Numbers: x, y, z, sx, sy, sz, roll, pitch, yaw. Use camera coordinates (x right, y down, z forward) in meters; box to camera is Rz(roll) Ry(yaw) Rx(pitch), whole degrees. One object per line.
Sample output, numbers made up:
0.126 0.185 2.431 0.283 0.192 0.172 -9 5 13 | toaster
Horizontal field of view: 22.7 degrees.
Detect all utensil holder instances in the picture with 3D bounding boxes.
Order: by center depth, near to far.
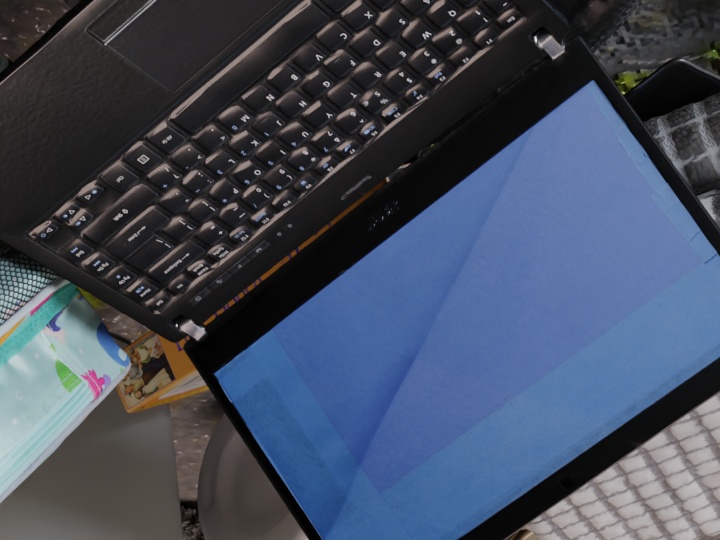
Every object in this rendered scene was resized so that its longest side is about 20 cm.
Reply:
-0.168 0.151 0.895 0.169 0.201 0.170 -5 147 -3 | utensil holder

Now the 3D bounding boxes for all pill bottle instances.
0.016 0.135 0.992 0.111 0.112 0.200 -31 142 33 | pill bottle

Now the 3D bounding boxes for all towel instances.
0.117 0.023 0.662 0.165 0.086 0.200 -21 143 17 | towel

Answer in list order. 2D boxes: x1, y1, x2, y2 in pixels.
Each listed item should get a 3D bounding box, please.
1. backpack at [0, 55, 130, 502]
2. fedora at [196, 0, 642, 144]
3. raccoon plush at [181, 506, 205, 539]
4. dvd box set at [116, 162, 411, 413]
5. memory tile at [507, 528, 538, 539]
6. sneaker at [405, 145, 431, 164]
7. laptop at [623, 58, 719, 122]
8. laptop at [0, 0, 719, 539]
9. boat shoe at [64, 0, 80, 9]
-0.189 0.032 0.595 0.177 0.151 0.200 -23 -171 35 | backpack
0.014 -0.136 0.567 0.199 0.092 0.201 -12 137 -12 | fedora
-0.067 0.236 1.109 0.199 0.135 0.097 15 143 -32 | raccoon plush
0.000 0.000 0.779 0.146 0.030 0.200 -15 168 -45 | dvd box set
0.076 0.148 0.934 0.199 0.017 0.154 -24 140 2 | memory tile
0.026 -0.085 0.679 0.074 0.080 0.200 24 135 -37 | sneaker
0.121 -0.042 0.736 0.116 0.200 0.187 45 129 -10 | laptop
-0.003 -0.006 0.543 0.177 0.104 0.200 -38 135 18 | laptop
-0.077 -0.119 0.614 0.072 0.062 0.200 -20 164 6 | boat shoe
